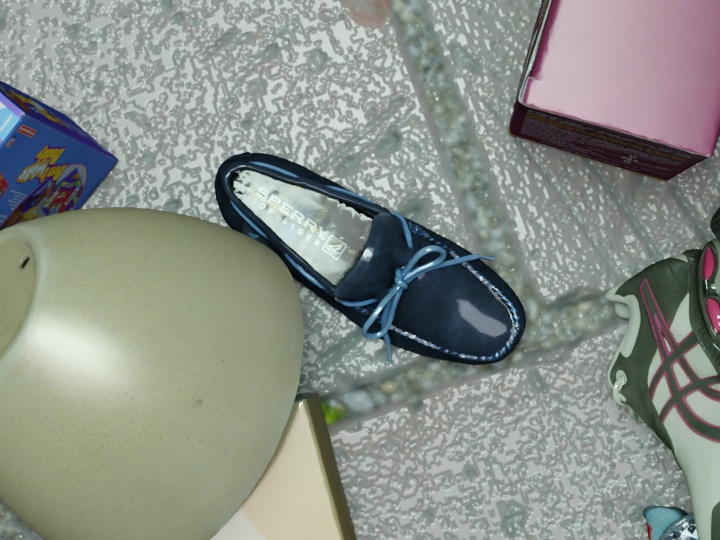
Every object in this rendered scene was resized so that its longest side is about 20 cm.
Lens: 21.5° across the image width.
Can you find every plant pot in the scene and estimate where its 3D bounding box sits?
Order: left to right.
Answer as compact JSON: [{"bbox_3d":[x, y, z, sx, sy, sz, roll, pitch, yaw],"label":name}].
[{"bbox_3d":[-0.148,0.047,1.007,0.134,0.200,0.201,30,91,-38],"label":"plant pot"}]

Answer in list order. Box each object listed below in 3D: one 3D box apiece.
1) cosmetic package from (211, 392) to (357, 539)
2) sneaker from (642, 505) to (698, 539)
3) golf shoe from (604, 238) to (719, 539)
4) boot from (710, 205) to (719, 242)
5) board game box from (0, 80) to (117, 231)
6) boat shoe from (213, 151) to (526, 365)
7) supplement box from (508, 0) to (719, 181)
[{"bbox_3d":[-0.049,0.179,1.083,0.105,0.071,0.201,-17,89,3],"label":"cosmetic package"},{"bbox_3d":[0.194,0.174,1.078,0.095,0.079,0.200,32,82,12],"label":"sneaker"},{"bbox_3d":[0.185,0.080,1.047,0.088,0.077,0.200,-14,51,22],"label":"golf shoe"},{"bbox_3d":[0.257,0.011,1.009,0.073,0.204,0.154,-34,92,14],"label":"boot"},{"bbox_3d":[-0.211,-0.033,1.029,0.045,0.200,0.135,39,91,6],"label":"board game box"},{"bbox_3d":[0.000,0.000,1.084,0.200,0.069,0.084,23,91,3],"label":"boat shoe"},{"bbox_3d":[0.145,-0.127,1.013,0.103,0.200,0.131,17,91,3],"label":"supplement box"}]
